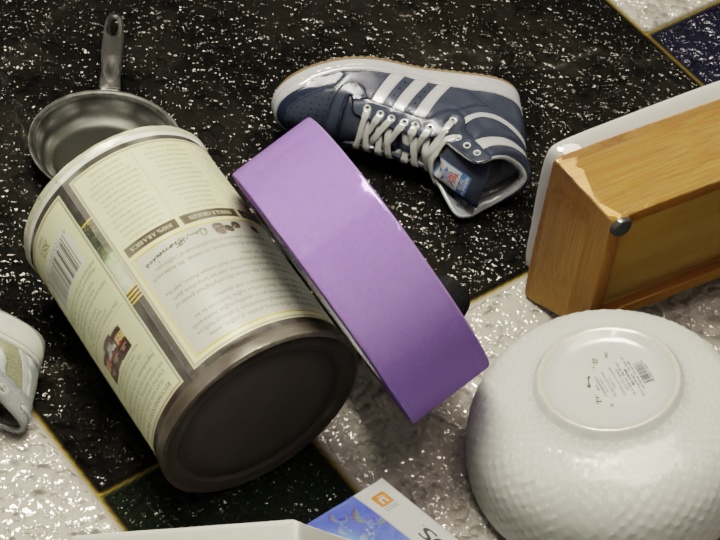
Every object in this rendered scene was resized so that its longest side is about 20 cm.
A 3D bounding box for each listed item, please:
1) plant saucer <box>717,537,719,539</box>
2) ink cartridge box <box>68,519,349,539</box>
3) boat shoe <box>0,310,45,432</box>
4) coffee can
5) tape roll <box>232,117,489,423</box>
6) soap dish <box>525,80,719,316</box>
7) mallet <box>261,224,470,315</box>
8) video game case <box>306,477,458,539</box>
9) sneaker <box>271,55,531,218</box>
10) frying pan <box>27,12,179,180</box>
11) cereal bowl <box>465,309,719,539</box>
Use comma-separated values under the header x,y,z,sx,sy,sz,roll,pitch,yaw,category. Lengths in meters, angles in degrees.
x,y,z,sx,sy,sz,roll,pitch,yaw,category
0.265,0.163,1.376,0.199,0.036,0.201,6,48,-6,plant saucer
-0.080,0.239,1.078,0.144,0.087,0.201,-6,70,23,ink cartridge box
-0.295,0.044,1.304,0.201,0.074,0.065,27,48,-32,boat shoe
-0.114,0.023,1.343,0.146,0.147,0.200,-20,56,-27,coffee can
0.000,0.000,1.321,0.066,0.200,0.200,-36,60,-4,tape roll
0.221,-0.048,1.457,0.199,0.158,0.081,-20,57,-18,soap dish
-0.023,0.008,1.456,0.199,0.041,0.066,20,50,13,mallet
0.007,0.226,1.190,0.181,0.046,0.200,36,42,28,video game case
0.035,-0.099,1.536,0.199,0.070,0.109,2,47,-14,sneaker
-0.203,-0.116,1.526,0.114,0.031,0.190,-13,50,-22,frying pan
0.164,0.098,1.349,0.199,0.084,0.201,-5,44,5,cereal bowl
